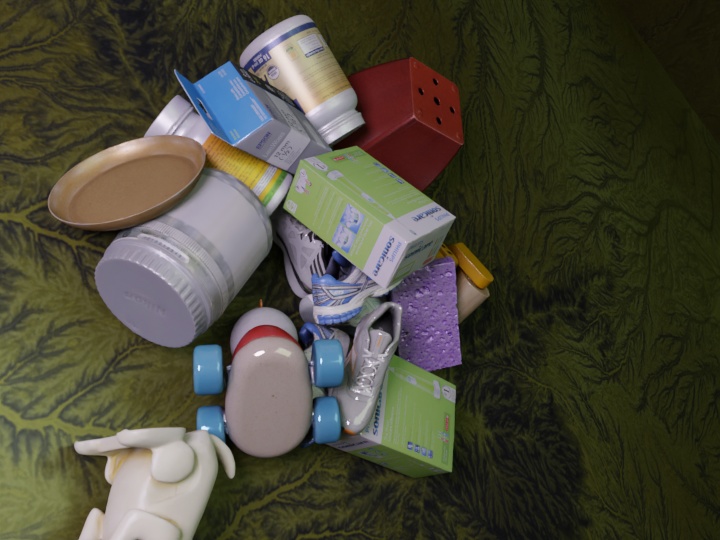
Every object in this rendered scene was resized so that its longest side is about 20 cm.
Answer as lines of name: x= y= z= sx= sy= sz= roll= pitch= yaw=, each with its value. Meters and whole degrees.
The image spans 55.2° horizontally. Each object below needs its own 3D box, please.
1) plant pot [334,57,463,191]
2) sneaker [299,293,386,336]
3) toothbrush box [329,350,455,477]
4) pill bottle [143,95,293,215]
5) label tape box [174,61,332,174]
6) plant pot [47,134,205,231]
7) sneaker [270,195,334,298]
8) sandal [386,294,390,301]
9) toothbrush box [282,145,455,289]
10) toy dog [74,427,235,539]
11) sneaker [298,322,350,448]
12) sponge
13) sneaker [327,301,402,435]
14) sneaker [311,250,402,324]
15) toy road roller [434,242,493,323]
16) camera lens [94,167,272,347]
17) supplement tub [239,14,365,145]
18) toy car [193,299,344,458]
plant pot: x=0.081 y=-0.274 z=1.285 sx=0.199 sy=0.176 sz=0.202 roll=18 pitch=60 yaw=-38
sneaker: x=-0.024 y=0.060 z=1.110 sx=0.199 sy=0.070 sz=0.081 roll=20 pitch=60 yaw=-46
toothbrush box: x=0.053 y=0.225 z=1.086 sx=0.199 sy=0.086 sz=0.147 roll=30 pitch=53 yaw=-33
pill bottle: x=-0.204 y=-0.153 z=0.986 sx=0.200 sy=0.111 sz=0.112 roll=39 pitch=48 yaw=-15
label tape box: x=-0.149 y=-0.222 z=0.974 sx=0.199 sy=0.066 sz=0.144 roll=21 pitch=29 yaw=-54
plant pot: x=-0.285 y=-0.107 z=0.856 sx=0.201 sy=0.198 sz=0.028 roll=-58 pitch=145 yaw=-42
sneaker: x=-0.084 y=-0.065 z=1.070 sx=0.075 sy=0.115 sz=0.202 roll=-23 pitch=88 yaw=-47
sandal: x=0.088 y=0.084 z=1.221 sx=0.082 sy=0.050 sz=0.204 roll=-33 pitch=96 yaw=-47
toothbrush box: x=0.013 y=-0.083 z=0.990 sx=0.199 sy=0.087 sz=0.145 roll=37 pitch=34 yaw=18
toy dog: x=-0.229 y=0.285 z=0.771 sx=0.193 sy=0.138 sz=0.202 roll=18 pitch=63 yaw=-55
sneaker: x=-0.080 y=0.163 z=1.015 sx=0.085 sy=0.077 sz=0.201 roll=29 pitch=46 yaw=-20
sponge: x=0.108 y=0.081 z=1.149 sx=0.030 sy=0.110 sz=0.202 roll=-117 pitch=-163 yaw=-64
sneaker: x=0.010 y=0.129 z=0.969 sx=0.075 sy=0.092 sz=0.201 roll=20 pitch=58 yaw=-5
sneaker: x=0.000 y=0.000 z=1.018 sx=0.200 sy=0.076 sz=0.086 roll=-38 pitch=119 yaw=-45
toy road roller: x=0.119 y=0.002 z=1.187 sx=0.200 sy=0.123 sz=0.146 roll=48 pitch=22 yaw=9
camera lens: x=-0.218 y=-0.023 z=0.884 sx=0.160 sy=0.159 sz=0.201 roll=48 pitch=45 yaw=-17
supplement tub: x=-0.093 y=-0.300 z=1.145 sx=0.144 sy=0.144 sz=0.201 roll=-39 pitch=100 yaw=-46
toy car: x=-0.129 y=0.128 z=0.935 sx=0.182 sy=0.179 sz=0.200 roll=-2 pitch=27 yaw=-11
